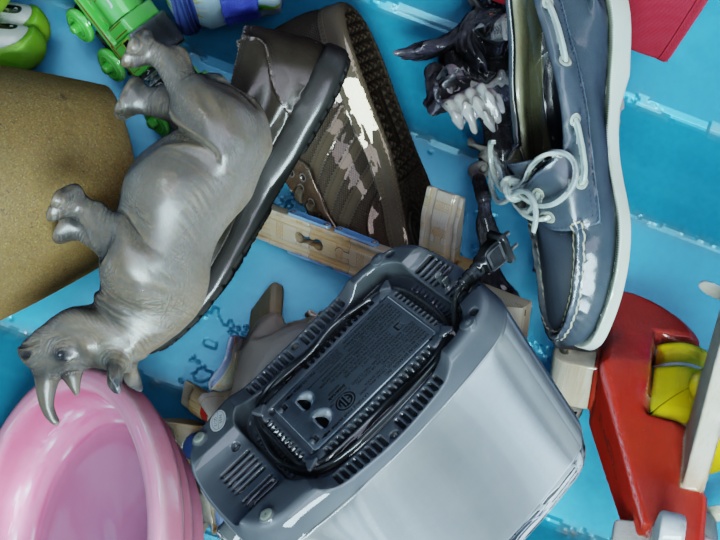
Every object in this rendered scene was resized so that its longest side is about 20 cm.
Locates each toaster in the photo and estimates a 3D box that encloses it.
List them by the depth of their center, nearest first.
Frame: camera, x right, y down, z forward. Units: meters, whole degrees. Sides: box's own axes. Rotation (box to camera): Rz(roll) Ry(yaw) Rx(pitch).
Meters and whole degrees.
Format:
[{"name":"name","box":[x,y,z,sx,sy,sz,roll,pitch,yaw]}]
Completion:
[{"name":"toaster","box":[0.024,0.083,0.728,0.200,0.114,0.129,-45,127,-8]}]

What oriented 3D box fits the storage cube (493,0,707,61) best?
[{"name":"storage cube","box":[0.128,-0.251,0.793,0.180,0.200,0.171,19,62,-3]}]

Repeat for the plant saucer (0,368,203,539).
[{"name":"plant saucer","box":[-0.148,0.154,0.788,0.051,0.200,0.201,15,85,-41]}]

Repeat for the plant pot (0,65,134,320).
[{"name":"plant pot","box":[-0.227,-0.038,0.794,0.200,0.186,0.187,-11,88,-19]}]

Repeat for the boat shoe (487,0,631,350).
[{"name":"boat shoe","box":[0.102,-0.058,0.757,0.062,0.075,0.200,-2,99,-24]}]

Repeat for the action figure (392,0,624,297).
[{"name":"action figure","box":[0.091,-0.083,0.841,0.119,0.102,0.200,-8,88,-19]}]

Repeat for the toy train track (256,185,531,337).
[{"name":"toy train track","box":[0.000,0.000,0.813,0.200,0.033,0.115,21,124,29]}]

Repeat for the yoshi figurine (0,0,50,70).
[{"name":"yoshi figurine","box":[-0.277,-0.158,0.821,0.200,0.112,0.113,2,80,-7]}]

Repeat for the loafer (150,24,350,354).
[{"name":"loafer","box":[-0.081,-0.048,0.802,0.071,0.073,0.200,31,95,-3]}]

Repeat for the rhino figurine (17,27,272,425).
[{"name":"rhino figurine","box":[-0.113,-0.013,0.733,0.087,0.060,0.200,25,89,2]}]

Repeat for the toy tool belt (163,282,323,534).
[{"name":"toy tool belt","box":[-0.058,0.113,0.829,0.125,0.123,0.200,18,93,-34]}]

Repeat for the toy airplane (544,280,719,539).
[{"name":"toy airplane","box":[0.182,0.105,0.788,0.141,0.200,0.199,-3,86,-8]}]

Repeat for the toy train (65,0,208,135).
[{"name":"toy train","box":[-0.133,-0.138,0.835,0.042,0.056,0.200,-43,102,-26]}]

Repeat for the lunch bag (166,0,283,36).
[{"name":"lunch bag","box":[-0.086,-0.217,0.787,0.082,0.200,0.161,-13,89,-3]}]

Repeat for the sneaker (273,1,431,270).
[{"name":"sneaker","box":[-0.006,-0.053,0.861,0.075,0.070,0.200,-17,91,22]}]
